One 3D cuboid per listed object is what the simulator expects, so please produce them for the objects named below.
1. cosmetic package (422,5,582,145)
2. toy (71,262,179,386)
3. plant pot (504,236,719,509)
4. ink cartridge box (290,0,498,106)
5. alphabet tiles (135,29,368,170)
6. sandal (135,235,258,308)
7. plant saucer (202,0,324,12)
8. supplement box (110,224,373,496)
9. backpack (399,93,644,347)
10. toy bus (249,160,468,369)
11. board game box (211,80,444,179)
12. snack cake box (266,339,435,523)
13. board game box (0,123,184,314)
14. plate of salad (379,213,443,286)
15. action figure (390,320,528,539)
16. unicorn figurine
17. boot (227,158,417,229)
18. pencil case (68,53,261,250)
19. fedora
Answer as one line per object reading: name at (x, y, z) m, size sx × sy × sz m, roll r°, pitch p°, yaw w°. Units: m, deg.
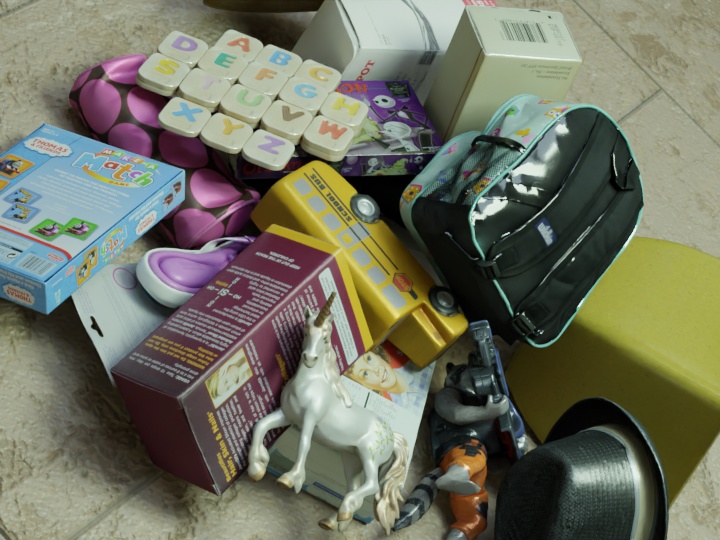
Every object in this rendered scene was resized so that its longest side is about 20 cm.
cosmetic package at (0.120, -0.149, 1.820) m, size 0.103 × 0.200 × 0.073 m, roll 1°, pitch 47°, yaw -21°
toy at (-0.162, 0.051, 1.650) m, size 0.200 × 0.047 × 0.115 m, roll -6°, pitch 59°, yaw -44°
plant pot at (0.253, 0.084, 1.810) m, size 0.200 × 0.195 × 0.196 m, roll 30°, pitch 42°, yaw 8°
ink cartridge box at (0.034, -0.199, 1.916) m, size 0.199 × 0.147 × 0.083 m, roll -2°, pitch 56°, yaw -35°
alphabet tiles at (-0.096, -0.158, 1.738) m, size 0.199 × 0.015 × 0.196 m, roll 21°, pitch 34°, yaw 6°
sandal at (-0.105, -0.003, 1.672) m, size 0.083 × 0.050 × 0.202 m, roll 49°, pitch 32°, yaw 21°
plant saucer at (-0.055, -0.283, 1.895) m, size 0.200 × 0.200 × 0.036 m, roll -3°, pitch 90°, yaw -36°
supplement box at (-0.093, 0.070, 1.581) m, size 0.086 × 0.111 × 0.200 m, roll 19°, pitch 50°, yaw 40°
backpack at (0.147, -0.055, 1.707) m, size 0.200 × 0.153 × 0.176 m, roll -44°, pitch 121°, yaw -18°
toy bus at (0.000, 0.000, 1.687) m, size 0.200 × 0.065 × 0.078 m, roll 50°, pitch 45°, yaw 8°
board game box at (-0.032, -0.130, 1.769) m, size 0.199 × 0.032 × 0.120 m, roll -3°, pitch 37°, yaw -21°
snack cake box at (-0.006, 0.106, 1.695) m, size 0.115 × 0.067 × 0.200 m, roll 29°, pitch 44°, yaw -10°
board game box at (-0.263, -0.048, 1.623) m, size 0.151 × 0.037 × 0.200 m, roll 19°, pitch 39°, yaw 23°
plate of salad at (0.046, -0.052, 1.876) m, size 0.199 × 0.048 × 0.200 m, roll 12°, pitch 44°, yaw -11°
action figure at (0.084, 0.140, 1.686) m, size 0.104 × 0.200 × 0.194 m, roll -5°, pitch 37°, yaw 14°
unicorn figurine at (-0.027, 0.121, 1.556) m, size 0.200 × 0.074 × 0.138 m, roll 47°, pitch 60°, yaw -45°
boot at (-0.014, -0.076, 1.789) m, size 0.162 × 0.073 × 0.198 m, roll -23°, pitch 57°, yaw -33°
pencil case at (-0.174, -0.108, 1.746) m, size 0.094 × 0.091 × 0.200 m, roll -34°, pitch 77°, yaw -14°
fedora at (0.170, 0.206, 1.636) m, size 0.091 × 0.201 × 0.201 m, roll 2°, pitch 55°, yaw -32°
